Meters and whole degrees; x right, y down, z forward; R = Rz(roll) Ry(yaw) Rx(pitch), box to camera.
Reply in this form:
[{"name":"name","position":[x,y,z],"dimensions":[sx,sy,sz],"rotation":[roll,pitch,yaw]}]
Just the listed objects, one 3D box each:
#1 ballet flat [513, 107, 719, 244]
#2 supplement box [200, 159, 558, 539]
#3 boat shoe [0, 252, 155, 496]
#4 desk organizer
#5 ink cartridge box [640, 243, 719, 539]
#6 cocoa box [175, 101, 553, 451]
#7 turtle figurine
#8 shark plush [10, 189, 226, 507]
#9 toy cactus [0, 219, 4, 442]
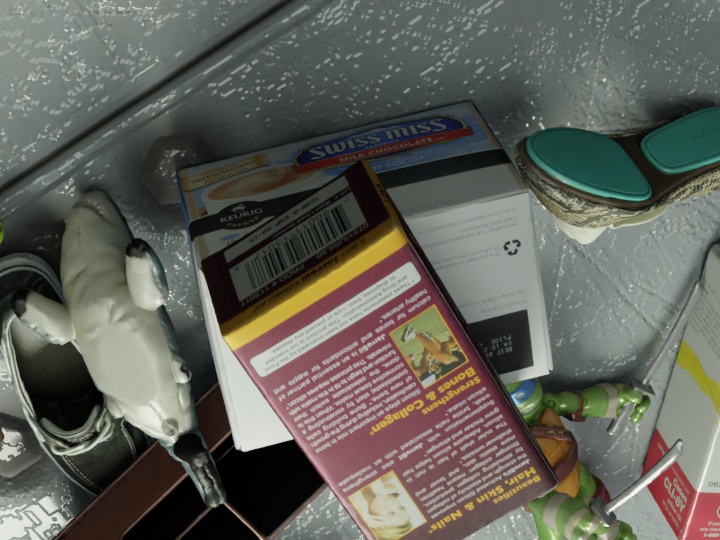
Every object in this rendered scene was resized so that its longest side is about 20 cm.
[{"name":"ballet flat","position":[0.163,-0.053,1.049],"dimensions":[0.198,0.068,0.076],"rotation":[-12,146,-37]},{"name":"supplement box","position":[0.012,0.057,0.935],"dimensions":[0.110,0.086,0.201],"rotation":[-31,121,4]},{"name":"boat shoe","position":[-0.185,0.084,1.070],"dimensions":[0.071,0.071,0.201],"rotation":[-26,124,2]},{"name":"desk organizer","position":[-0.116,0.163,1.096],"dimensions":[0.200,0.077,0.072],"rotation":[-44,148,0]},{"name":"ink cartridge box","position":[0.296,0.088,1.183],"dimensions":[0.143,0.084,0.202],"rotation":[2,120,-15]},{"name":"cocoa box","position":[0.000,0.000,1.028],"dimensions":[0.197,0.132,0.135],"rotation":[-14,121,-6]},{"name":"turtle figurine","position":[0.168,0.145,1.152],"dimensions":[0.198,0.145,0.195],"rotation":[-17,127,1]},{"name":"shark plush","position":[-0.120,0.048,1.023],"dimensions":[0.090,0.083,0.201],"rotation":[-34,102,12]},{"name":"toy cactus","position":[-0.269,0.042,0.993],"dimensions":[0.199,0.102,0.166],"rotation":[-33,100,11]}]
